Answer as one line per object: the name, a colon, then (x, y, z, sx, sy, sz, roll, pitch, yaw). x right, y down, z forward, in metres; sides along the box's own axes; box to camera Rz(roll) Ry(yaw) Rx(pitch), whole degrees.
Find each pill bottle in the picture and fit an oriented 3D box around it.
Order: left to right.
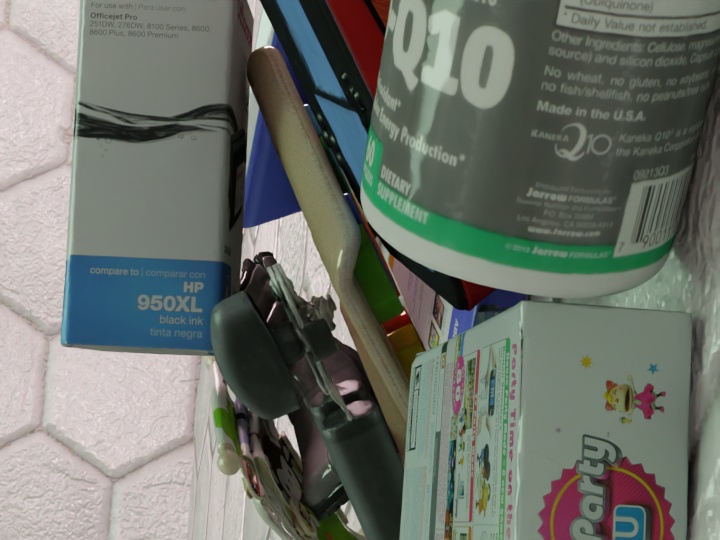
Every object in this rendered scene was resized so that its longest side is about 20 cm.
pill bottle: (0.069, -0.102, 0.575, 0.113, 0.113, 0.201, -104, 21, -64)

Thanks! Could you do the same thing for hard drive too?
hard drive: (-0.030, -0.136, 1.218, 0.132, 0.025, 0.201, -21, -49, -50)

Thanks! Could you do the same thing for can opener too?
can opener: (-0.015, 0.085, 0.901, 0.200, 0.066, 0.053, 63, 179, -24)

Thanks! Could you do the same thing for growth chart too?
growth chart: (-0.036, 0.135, 1.035, 0.200, 0.018, 0.145, 53, -171, -31)

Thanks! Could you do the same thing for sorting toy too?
sorting toy: (0.000, 0.000, 0.931, 0.185, 0.036, 0.200, -114, 2, -47)

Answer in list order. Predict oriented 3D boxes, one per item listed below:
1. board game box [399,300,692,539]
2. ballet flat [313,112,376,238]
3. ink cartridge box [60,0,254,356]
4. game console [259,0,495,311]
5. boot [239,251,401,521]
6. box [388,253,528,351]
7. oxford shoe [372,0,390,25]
board game box: (0.061, 0.096, 0.661, 0.200, 0.064, 0.148, 138, 136, -79)
ballet flat: (0.000, -0.096, 1.187, 0.069, 0.068, 0.201, -111, 16, -49)
ink cartridge box: (-0.106, -0.055, 0.942, 0.145, 0.084, 0.201, 93, 179, -87)
game console: (-0.004, -0.075, 0.752, 0.177, 0.031, 0.200, 59, 176, -14)
boot: (-0.042, 0.063, 1.032, 0.070, 0.132, 0.200, -41, 10, 5)
box: (0.053, -0.025, 0.869, 0.200, 0.041, 0.120, -115, 32, -68)
oxford shoe: (0.042, -0.189, 0.980, 0.200, 0.071, 0.073, 135, 151, -63)
